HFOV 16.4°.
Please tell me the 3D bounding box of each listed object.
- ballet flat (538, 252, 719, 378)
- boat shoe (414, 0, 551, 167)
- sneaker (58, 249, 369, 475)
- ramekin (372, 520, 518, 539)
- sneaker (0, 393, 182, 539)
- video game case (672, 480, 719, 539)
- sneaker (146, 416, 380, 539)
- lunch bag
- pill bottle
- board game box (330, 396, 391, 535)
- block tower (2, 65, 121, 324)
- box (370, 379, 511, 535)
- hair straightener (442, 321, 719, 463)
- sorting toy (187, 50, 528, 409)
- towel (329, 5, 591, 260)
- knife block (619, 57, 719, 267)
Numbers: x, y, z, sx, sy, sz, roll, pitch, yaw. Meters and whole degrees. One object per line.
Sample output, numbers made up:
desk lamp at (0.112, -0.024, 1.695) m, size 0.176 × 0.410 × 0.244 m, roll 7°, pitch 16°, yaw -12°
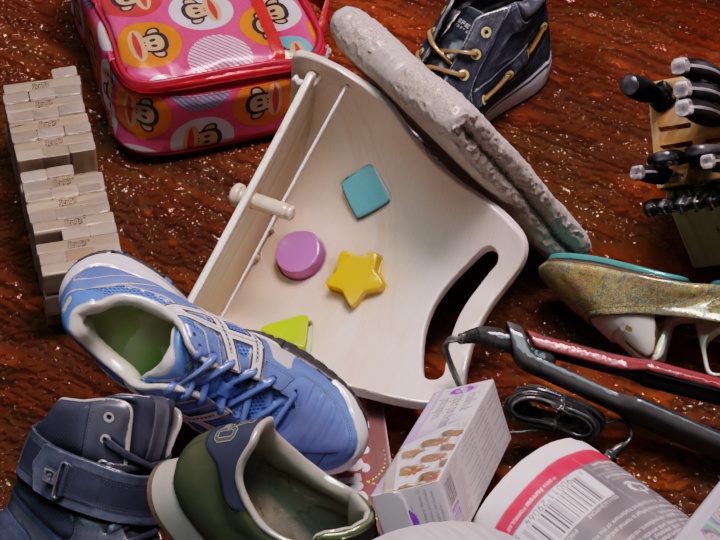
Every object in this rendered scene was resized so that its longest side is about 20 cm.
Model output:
ballet flat at (0.203, 0.033, 1.524) m, size 0.199 × 0.071 × 0.071 m, roll 7°, pitch 44°, yaw 12°
boat shoe at (0.056, -0.133, 1.676) m, size 0.071 × 0.091 × 0.200 m, roll 29°, pitch 51°, yaw 28°
sneaker at (-0.088, 0.063, 1.416) m, size 0.199 × 0.076 × 0.077 m, roll 27°, pitch 12°, yaw -2°
ramekin at (0.040, 0.220, 1.233) m, size 0.199 × 0.201 × 0.105 m, roll -23°, pitch 37°, yaw -22°
sneaker at (-0.111, 0.148, 1.343) m, size 0.202 × 0.077 × 0.147 m, roll 24°, pitch 91°, yaw 24°
video game case at (0.235, 0.184, 1.250) m, size 0.182 × 0.024 × 0.200 m, roll 41°, pitch 28°, yaw 9°
sneaker at (-0.018, 0.158, 1.298) m, size 0.200 × 0.090 × 0.067 m, roll 47°, pitch 39°, yaw -4°
lunch bag at (-0.104, -0.172, 1.734) m, size 0.175 × 0.082 × 0.200 m, roll -10°, pitch 45°, yaw -15°
pill bottle at (0.156, 0.186, 1.322) m, size 0.110 × 0.111 × 0.200 m, roll -33°, pitch 52°, yaw -29°
board game box at (-0.028, 0.148, 1.433) m, size 0.102 × 0.020 × 0.201 m, roll -4°, pitch 43°, yaw -5°
block tower at (-0.193, -0.048, 1.617) m, size 0.057 × 0.054 × 0.201 m, roll -8°, pitch 43°, yaw -9°
box at (0.047, 0.107, 1.367) m, size 0.038 × 0.042 × 0.200 m, roll -14°, pitch 10°, yaw 14°
hair straightener at (0.141, 0.082, 1.461) m, size 0.199 × 0.041 × 0.077 m, roll 18°, pitch 73°, yaw -2°
sorting toy at (0.000, 0.000, 1.513) m, size 0.179 × 0.107 × 0.201 m, roll 23°, pitch 74°, yaw 15°
towel at (0.066, -0.081, 1.555) m, size 0.034 × 0.200 × 0.133 m, roll -46°, pitch 51°, yaw 0°
knife block at (0.221, -0.099, 1.569) m, size 0.064 × 0.176 × 0.201 m, roll -7°, pitch 39°, yaw 24°
